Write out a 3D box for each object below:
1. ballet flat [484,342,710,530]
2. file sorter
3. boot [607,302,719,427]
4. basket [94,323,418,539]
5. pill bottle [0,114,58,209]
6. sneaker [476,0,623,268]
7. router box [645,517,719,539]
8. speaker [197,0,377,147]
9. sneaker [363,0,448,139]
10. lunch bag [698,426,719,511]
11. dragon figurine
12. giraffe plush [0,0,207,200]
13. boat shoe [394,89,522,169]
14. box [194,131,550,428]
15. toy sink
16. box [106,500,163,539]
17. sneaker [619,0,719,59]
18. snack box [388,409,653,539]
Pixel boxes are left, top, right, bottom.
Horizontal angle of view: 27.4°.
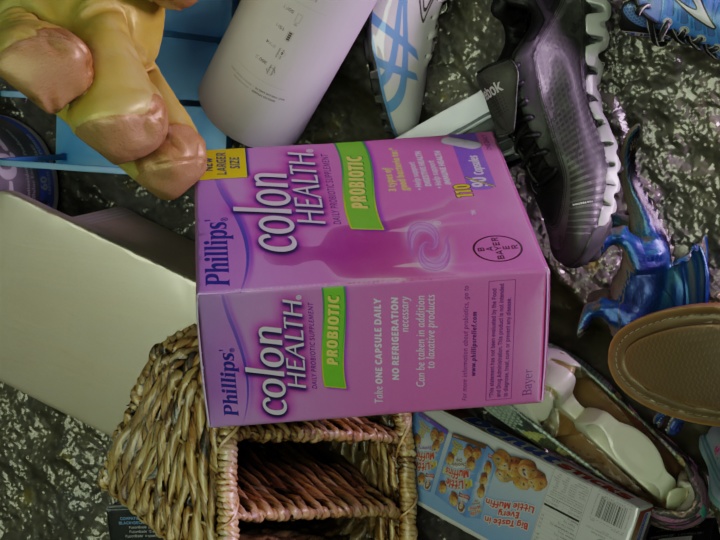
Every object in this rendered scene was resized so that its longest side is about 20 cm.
[{"bbox_3d":[0.151,0.099,0.988,0.200,0.071,0.069,38,79,15],"label":"ballet flat"},{"bbox_3d":[-0.172,-0.167,1.041,0.139,0.123,0.200,5,97,16],"label":"file sorter"},{"bbox_3d":[0.255,0.030,0.911,0.200,0.155,0.077,-12,102,14],"label":"boot"},{"bbox_3d":[-0.042,0.122,0.974,0.149,0.200,0.143,33,102,37],"label":"basket"},{"bbox_3d":[-0.310,-0.056,1.053,0.114,0.200,0.114,2,97,17],"label":"pill bottle"},{"bbox_3d":[0.115,-0.100,0.952,0.090,0.066,0.200,6,74,-21],"label":"sneaker"},{"bbox_3d":[0.221,0.276,0.952,0.051,0.149,0.200,-11,92,17],"label":"router box"},{"bbox_3d":[-0.037,-0.173,0.967,0.081,0.081,0.200,41,131,9],"label":"speaker"},{"bbox_3d":[0.038,-0.188,1.004,0.072,0.072,0.200,3,102,2],"label":"sneaker"},{"bbox_3d":[0.279,0.149,0.896,0.160,0.200,0.077,41,100,1],"label":"lunch bag"},{"bbox_3d":[0.201,0.005,0.976,0.099,0.059,0.200,11,103,14],"label":"dragon figurine"},{"bbox_3d":[-0.147,-0.166,0.911,0.200,0.173,0.162,37,88,37],"label":"giraffe plush"},{"bbox_3d":[0.036,-0.054,1.020,0.200,0.072,0.068,-31,85,10],"label":"boat shoe"},{"bbox_3d":[0.000,0.000,0.908,0.200,0.176,0.097,-5,122,-3],"label":"box"},{"bbox_3d":[-0.175,0.033,1.068,0.200,0.112,0.131,24,102,8],"label":"toy sink"},{"bbox_3d":[-0.120,0.253,1.073,0.060,0.117,0.200,-4,96,20],"label":"box"},{"bbox_3d":[0.213,-0.163,0.941,0.089,0.079,0.200,-37,76,2],"label":"sneaker"},{"bbox_3d":[0.100,0.151,1.000,0.200,0.024,0.072,24,104,38],"label":"snack box"}]
